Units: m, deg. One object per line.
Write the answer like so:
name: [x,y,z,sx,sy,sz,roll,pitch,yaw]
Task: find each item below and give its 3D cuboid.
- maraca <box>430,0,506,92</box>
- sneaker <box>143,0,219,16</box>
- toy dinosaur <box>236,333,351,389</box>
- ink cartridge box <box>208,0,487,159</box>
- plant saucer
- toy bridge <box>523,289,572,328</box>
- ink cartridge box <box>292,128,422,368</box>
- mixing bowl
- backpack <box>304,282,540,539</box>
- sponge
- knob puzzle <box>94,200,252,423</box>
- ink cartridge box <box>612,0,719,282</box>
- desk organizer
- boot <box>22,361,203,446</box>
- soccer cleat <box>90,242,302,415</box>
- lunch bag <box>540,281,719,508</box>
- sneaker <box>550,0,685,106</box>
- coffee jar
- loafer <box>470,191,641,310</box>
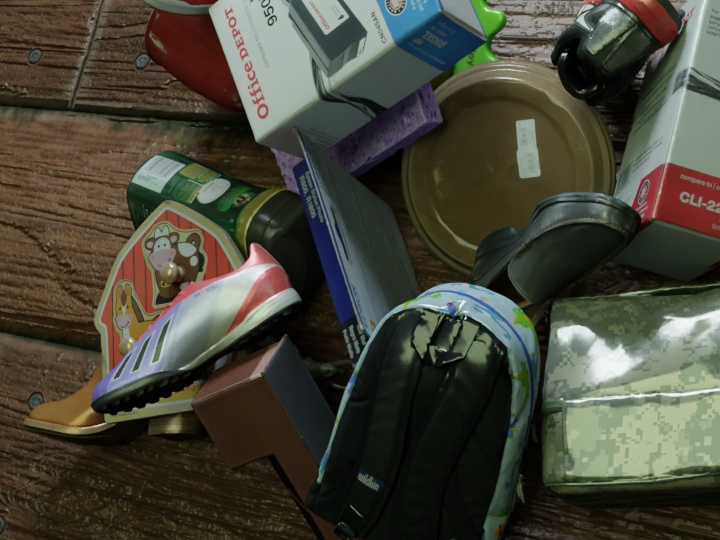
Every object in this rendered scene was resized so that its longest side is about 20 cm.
maraca: [0.052,-0.210,1.095,0.199,0.107,0.138,7,102,40]
sneaker: [-0.096,-0.286,1.006,0.199,0.113,0.072,-18,75,-26]
toy dinosaur: [-0.107,0.072,1.100,0.200,0.102,0.077,35,102,40]
ink cartridge box: [-0.015,-0.207,0.975,0.200,0.084,0.145,-31,68,26]
plant saucer: [0.125,-0.085,1.024,0.199,0.029,0.201,3,97,23]
toy bridge: [0.131,0.089,0.984,0.027,0.067,0.201,15,80,29]
ink cartridge box: [0.000,0.000,1.002,0.040,0.200,0.200,-26,62,16]
mixing bowl: [-0.102,-0.229,1.150,0.200,0.200,0.109,-37,76,10]
backpack: [0.060,0.109,0.876,0.163,0.154,0.201,20,121,26]
sponge: [-0.016,-0.145,1.078,0.200,0.030,0.112,-29,79,44]
knob puzzle: [-0.180,0.031,1.072,0.219,0.030,0.221,-6,78,33]
ink cartridge box: [0.270,-0.107,0.929,0.083,0.144,0.201,16,79,-1]
desk organizer: [-0.054,0.165,0.983,0.077,0.072,0.201,-24,105,21]
boot: [-0.241,0.092,1.159,0.199,0.077,0.156,-8,71,22]
soccer cleat: [-0.149,0.053,0.992,0.199,0.068,0.073,-31,79,-2]
lunch bag: [0.240,0.090,0.887,0.199,0.139,0.169,-8,70,23]
sneaker: [0.201,-0.187,0.978,0.071,0.200,0.098,45,92,-3]
coffee jar: [-0.129,-0.044,1.135,0.199,0.105,0.085,20,49,30]
loafer: [0.149,-0.004,0.915,0.073,0.200,0.073,29,65,-11]
